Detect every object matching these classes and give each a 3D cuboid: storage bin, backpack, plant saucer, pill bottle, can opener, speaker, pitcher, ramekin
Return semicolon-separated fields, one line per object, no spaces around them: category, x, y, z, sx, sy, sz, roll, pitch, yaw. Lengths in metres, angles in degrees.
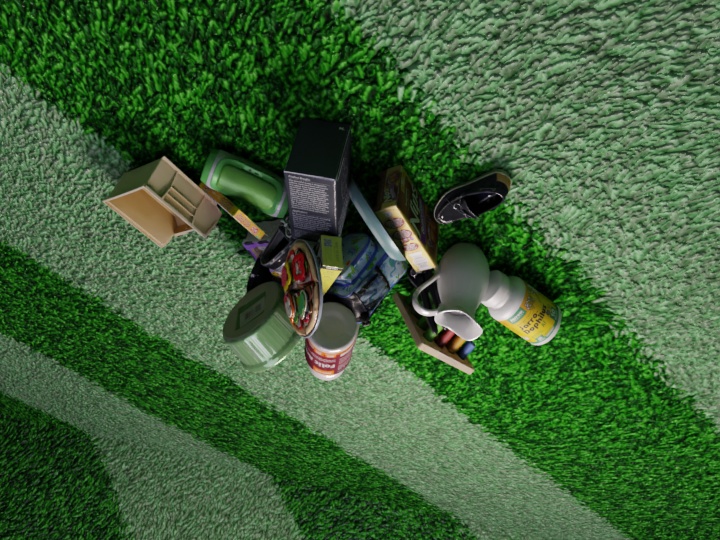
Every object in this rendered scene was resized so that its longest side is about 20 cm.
storage bin;-0.459;-0.150;1.489;0.197;0.095;0.198;-7;140;42
backpack;0.000;0.000;1.449;0.181;0.200;0.149;7;135;55
plant saucer;0.031;-0.099;1.328;0.027;0.202;0.201;-34;130;6
pill bottle;0.373;0.084;1.507;0.198;0.115;0.112;33;141;-23
can opener;0.163;0.054;1.487;0.063;0.203;0.078;-36;141;22
pill bottle;-0.070;0.165;1.425;0.111;0.117;0.202;13;150;1
speaker;-0.245;-0.190;1.391;0.196;0.090;0.089;24;144;-12
pitcher;0.204;0.033;1.424;0.168;0.204;0.122;21;145;-9
ramekin;-0.224;0.122;1.463;0.196;0.203;0.098;-16;128;36

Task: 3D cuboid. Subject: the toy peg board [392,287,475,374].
toy peg board;0.205;0.126;1.581;0.197;0.202;0.098;29;112;-33

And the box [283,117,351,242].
box;-0.081;-0.176;1.292;0.104;0.151;0.202;10;144;6

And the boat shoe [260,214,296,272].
boat shoe;-0.155;-0.088;1.428;0.200;0.074;0.068;-48;149;13

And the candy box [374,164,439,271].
candy box;0.103;-0.107;1.344;0.055;0.119;0.201;-14;136;28

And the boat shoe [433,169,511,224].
boat shoe;0.224;-0.138;1.307;0.074;0.064;0.198;33;142;-28

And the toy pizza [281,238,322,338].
toy pizza;-0.130;0.038;1.321;0.031;0.205;0.201;-3;154;-27

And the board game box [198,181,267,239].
board game box;-0.284;-0.135;1.420;0.199;0.030;0.096;35;173;43

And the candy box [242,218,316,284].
candy box;-0.162;-0.047;1.565;0.195;0.073;0.169;-4;140;26

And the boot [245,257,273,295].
boot;-0.200;0.056;1.589;0.164;0.078;0.201;21;149;-3

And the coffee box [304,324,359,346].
coffee box;-0.057;0.097;1.607;0.112;0.204;0.080;-14;137;33

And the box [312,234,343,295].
box;-0.093;0.009;1.346;0.049;0.077;0.200;7;150;-22
